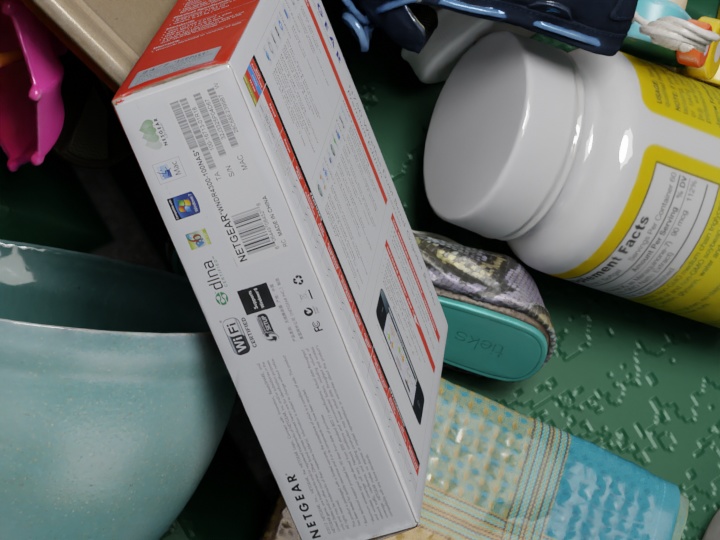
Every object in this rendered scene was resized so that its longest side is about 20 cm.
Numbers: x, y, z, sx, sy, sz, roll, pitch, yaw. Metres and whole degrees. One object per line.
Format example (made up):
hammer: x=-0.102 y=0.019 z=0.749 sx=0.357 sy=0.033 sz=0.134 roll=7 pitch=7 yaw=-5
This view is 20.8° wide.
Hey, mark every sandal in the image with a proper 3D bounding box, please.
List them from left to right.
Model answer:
sandal: x=-0.105 y=-0.131 z=0.956 sx=0.081 sy=0.054 sz=0.201 roll=35 pitch=64 yaw=-24

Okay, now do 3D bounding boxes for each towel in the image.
towel: x=0.052 y=0.135 z=0.940 sx=0.199 sy=0.022 sz=0.148 roll=24 pitch=73 yaw=-11

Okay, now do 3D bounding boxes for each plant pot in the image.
plant pot: x=-0.150 y=0.068 z=0.814 sx=0.198 sy=0.200 sz=0.136 roll=8 pitch=97 yaw=-18

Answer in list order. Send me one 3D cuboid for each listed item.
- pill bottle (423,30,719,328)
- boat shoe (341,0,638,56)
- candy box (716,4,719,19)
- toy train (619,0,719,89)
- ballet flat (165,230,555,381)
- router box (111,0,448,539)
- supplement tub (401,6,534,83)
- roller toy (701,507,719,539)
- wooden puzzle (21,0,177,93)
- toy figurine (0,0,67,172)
pill bottle: x=0.139 y=-0.044 z=0.973 sx=0.199 sy=0.114 sz=0.115 roll=17 pitch=67 yaw=-25
boat shoe: x=0.026 y=-0.128 z=0.884 sx=0.198 sy=0.084 sz=0.069 roll=8 pitch=110 yaw=14
candy box: x=0.254 y=-0.144 z=1.113 sx=0.101 sy=0.026 sz=0.202 roll=20 pitch=67 yaw=-10
toy train: x=0.204 y=-0.114 z=0.977 sx=0.199 sy=0.150 sz=0.056 roll=17 pitch=88 yaw=-29
ballet flat: x=0.000 y=0.000 z=0.956 sx=0.199 sy=0.072 sz=0.073 roll=17 pitch=68 yaw=-15
router box: x=-0.024 y=-0.016 z=0.806 sx=0.048 sy=0.180 sz=0.201 roll=-17 pitch=110 yaw=13
supplement tub: x=0.032 y=-0.211 z=0.986 sx=0.140 sy=0.140 sz=0.201 roll=-28 pitch=84 yaw=-26
roller toy: x=0.263 y=0.166 z=0.953 sx=0.198 sy=0.140 sz=0.184 roll=20 pitch=67 yaw=-13
wooden puzzle: x=-0.125 y=-0.149 z=0.846 sx=0.200 sy=0.037 sz=0.185 roll=49 pitch=22 yaw=-18
toy figurine: x=-0.214 y=-0.079 z=0.810 sx=0.183 sy=0.150 sz=0.201 roll=24 pitch=93 yaw=-28
